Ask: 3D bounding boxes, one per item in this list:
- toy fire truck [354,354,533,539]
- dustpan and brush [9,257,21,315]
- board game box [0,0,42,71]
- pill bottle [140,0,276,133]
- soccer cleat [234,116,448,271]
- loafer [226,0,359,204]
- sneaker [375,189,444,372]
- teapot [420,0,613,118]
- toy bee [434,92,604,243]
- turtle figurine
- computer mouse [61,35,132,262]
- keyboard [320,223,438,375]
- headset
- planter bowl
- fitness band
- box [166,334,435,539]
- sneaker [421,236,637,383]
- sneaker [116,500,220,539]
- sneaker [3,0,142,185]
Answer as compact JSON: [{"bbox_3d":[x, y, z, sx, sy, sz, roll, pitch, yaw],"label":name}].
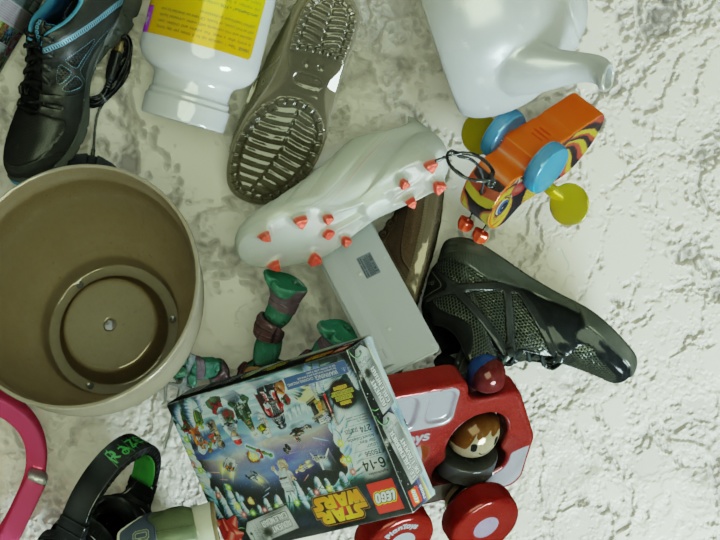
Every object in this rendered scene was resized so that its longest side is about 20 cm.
[{"bbox_3d":[0.059,0.147,1.660,0.198,0.112,0.169,-8,134,-25],"label":"toy fire truck"},{"bbox_3d":[-0.391,0.039,1.672,0.198,0.057,0.141,3,105,-14],"label":"dustpan and brush"},{"bbox_3d":[-0.310,-0.212,1.605,0.064,0.148,0.201,31,90,0],"label":"board game box"},{"bbox_3d":[-0.123,-0.221,1.655,0.103,0.104,0.202,15,92,-9],"label":"pill bottle"},{"bbox_3d":[-0.019,-0.064,1.677,0.199,0.078,0.070,-26,137,-8],"label":"soccer cleat"},{"bbox_3d":[-0.055,-0.150,1.692,0.075,0.068,0.201,24,107,-11],"label":"loafer"},{"bbox_3d":[0.018,0.005,1.712,0.075,0.070,0.202,14,86,6],"label":"sneaker"},{"bbox_3d":[0.124,-0.233,1.643,0.145,0.197,0.202,-19,97,6],"label":"teapot"},{"bbox_3d":[0.121,-0.083,1.695,0.198,0.131,0.109,-5,136,-32],"label":"toy bee"},{"bbox_3d":[-0.091,0.107,1.689,0.149,0.101,0.201,34,108,1],"label":"turtle figurine"},{"bbox_3d":[-0.225,-0.105,1.687,0.058,0.034,0.202,8,93,-8],"label":"computer mouse"},{"bbox_3d":[0.000,0.000,1.680,0.056,0.011,0.201,-23,60,-9],"label":"keyboard"},{"bbox_3d":[-0.235,0.225,1.679,0.093,0.123,0.202,26,109,17],"label":"headset"},{"bbox_3d":[-0.214,0.030,1.618,0.198,0.135,0.202,-2,73,7],"label":"planter bowl"},{"bbox_3d":[-0.348,0.186,1.676,0.143,0.037,0.201,26,103,-13],"label":"fitness band"},{"bbox_3d":[-0.050,0.141,1.581,0.199,0.040,0.138,-19,98,37],"label":"box"},{"bbox_3d":[0.138,0.066,1.717,0.198,0.076,0.115,30,71,-6],"label":"sneaker"},{"bbox_3d":[-0.167,0.233,1.641,0.089,0.200,0.068,-9,74,-12],"label":"sneaker"},{"bbox_3d":[-0.257,-0.169,1.645,0.073,0.082,0.202,19,85,34],"label":"sneaker"}]
